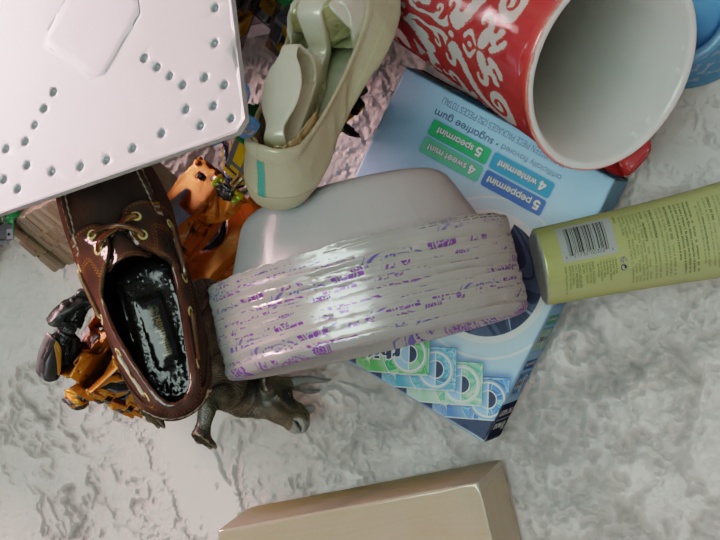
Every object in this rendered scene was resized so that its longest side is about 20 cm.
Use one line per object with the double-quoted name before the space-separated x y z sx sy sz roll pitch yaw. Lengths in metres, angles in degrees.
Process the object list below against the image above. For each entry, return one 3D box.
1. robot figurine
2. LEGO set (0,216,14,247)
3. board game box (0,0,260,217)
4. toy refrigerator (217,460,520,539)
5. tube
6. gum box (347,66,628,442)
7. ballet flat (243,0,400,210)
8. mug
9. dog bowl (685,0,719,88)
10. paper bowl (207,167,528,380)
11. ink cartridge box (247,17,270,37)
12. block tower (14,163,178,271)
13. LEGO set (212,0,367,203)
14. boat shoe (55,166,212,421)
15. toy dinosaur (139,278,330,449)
"robot figurine" -0.141 0.022 1.336 0.058 0.145 0.201 39 94 32
"LEGO set" -0.328 -0.088 1.382 0.153 0.115 0.202 7 97 63
"board game box" -0.158 -0.149 1.163 0.198 0.026 0.202 -16 71 26
"toy refrigerator" 0.008 0.192 1.325 0.198 0.070 0.077 -14 94 21
"tube" 0.212 -0.020 1.236 0.198 0.052 0.058 -12 130 -2
"gum box" 0.064 -0.012 1.309 0.169 0.044 0.201 30 102 17
"ballet flat" -0.026 -0.129 1.164 0.069 0.070 0.201 5 55 20
"mug" 0.101 -0.145 1.222 0.200 0.132 0.179 37 140 47
"dog bowl" 0.214 -0.222 1.244 0.110 0.050 0.202 11 95 20
"paper bowl" 0.000 0.000 1.202 0.199 0.200 0.106 -15 86 20
"ink cartridge box" -0.094 -0.268 1.361 0.198 0.047 0.200 -10 88 22
"block tower" -0.194 -0.045 1.325 0.054 0.200 0.058 39 68 -15
"LEGO set" -0.099 -0.129 1.269 0.199 0.154 0.116 34 147 4
"boat shoe" -0.141 -0.004 1.178 0.070 0.070 0.202 -23 86 -3
"toy dinosaur" -0.110 0.053 1.300 0.076 0.201 0.103 10 54 40
